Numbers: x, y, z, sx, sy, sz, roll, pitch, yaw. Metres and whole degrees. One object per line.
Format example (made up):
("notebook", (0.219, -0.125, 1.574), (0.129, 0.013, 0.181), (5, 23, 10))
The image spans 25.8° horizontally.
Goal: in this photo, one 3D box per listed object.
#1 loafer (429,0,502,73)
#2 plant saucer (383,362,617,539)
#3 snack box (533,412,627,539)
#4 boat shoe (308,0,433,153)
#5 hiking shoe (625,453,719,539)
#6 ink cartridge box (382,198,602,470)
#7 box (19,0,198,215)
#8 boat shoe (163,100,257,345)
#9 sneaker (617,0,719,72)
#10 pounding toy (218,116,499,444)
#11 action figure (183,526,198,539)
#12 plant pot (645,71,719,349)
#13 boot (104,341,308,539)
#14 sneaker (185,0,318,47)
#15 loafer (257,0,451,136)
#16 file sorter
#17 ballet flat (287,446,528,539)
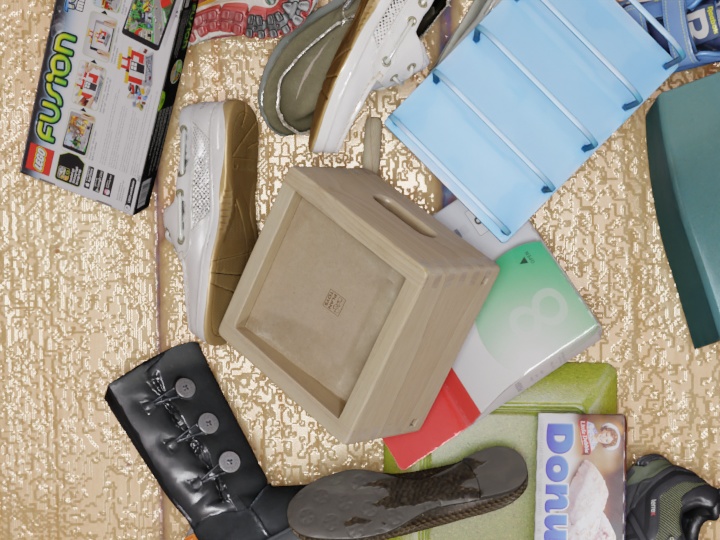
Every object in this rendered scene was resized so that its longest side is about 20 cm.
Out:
("loafer", (0.119, -0.239, 1.297), (0.069, 0.070, 0.201), (21, 92, -10))
("plant saucer", (0.118, 0.177, 1.320), (0.198, 0.048, 0.201), (1, 91, 1))
("snack box", (0.174, 0.214, 1.249), (0.071, 0.024, 0.201), (-1, 74, 14))
("boat shoe", (0.023, -0.174, 1.229), (0.069, 0.071, 0.201), (25, 94, -13))
("hiking shoe", (0.229, 0.245, 1.267), (0.100, 0.076, 0.201), (15, 70, 43))
("ink cartridge box", (0.073, 0.041, 1.289), (0.199, 0.050, 0.161), (-33, 66, 0))
("box", (-0.205, -0.158, 1.284), (0.109, 0.035, 0.201), (21, 110, 11))
("boat shoe", (-0.129, -0.040, 1.305), (0.069, 0.071, 0.201), (3, 86, 25))
("sneaker", (0.255, -0.196, 1.291), (0.199, 0.082, 0.074), (-15, 93, 3))
("pounding toy", (0.000, 0.000, 1.261), (0.200, 0.142, 0.185), (38, 114, 31))
("action figure", (-0.093, 0.285, 1.290), (0.199, 0.105, 0.195), (-12, 66, -3))
("plant pot", (0.311, -0.058, 1.268), (0.141, 0.141, 0.201), (-19, 84, 1))
("boot", (-0.099, 0.147, 1.311), (0.164, 0.066, 0.200), (-21, 66, -39))
("sneaker", (-0.126, -0.222, 1.306), (0.199, 0.082, 0.078), (3, 109, 16))
("loafer", (-0.003, -0.186, 1.289), (0.200, 0.070, 0.075), (-47, 125, 1))
("file sorter", (0.134, -0.139, 1.210), (0.139, 0.123, 0.200), (45, 94, 0))
("ballet flat", (0.039, 0.186, 1.261), (0.199, 0.046, 0.068), (-12, 54, -11))
